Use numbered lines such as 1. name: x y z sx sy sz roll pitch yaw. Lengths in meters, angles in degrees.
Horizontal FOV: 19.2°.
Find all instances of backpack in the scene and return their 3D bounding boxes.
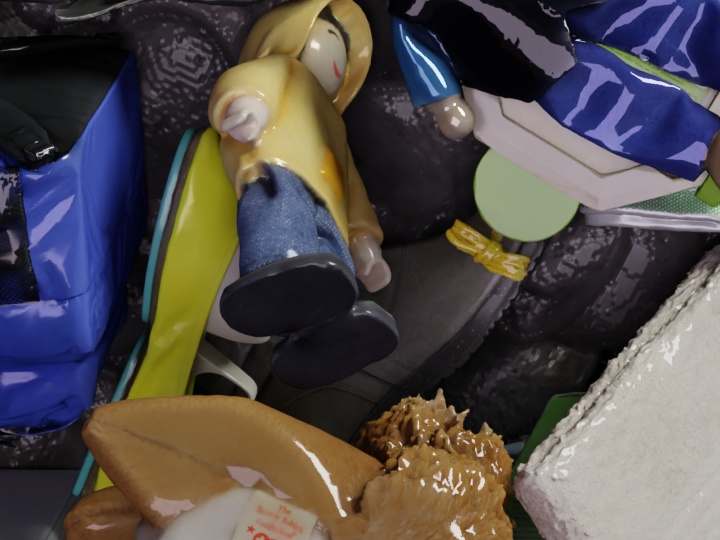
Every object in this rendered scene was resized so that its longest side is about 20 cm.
1. backpack: -0.206 -0.012 0.948 0.199 0.163 0.168 0 109 4

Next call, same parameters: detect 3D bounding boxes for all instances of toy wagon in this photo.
1. toy wagon: 0.102 -0.089 0.921 0.155 0.040 0.200 31 98 4

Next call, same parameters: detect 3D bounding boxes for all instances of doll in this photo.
1. doll: 0.077 -0.111 0.878 0.200 0.048 0.137 26 87 4

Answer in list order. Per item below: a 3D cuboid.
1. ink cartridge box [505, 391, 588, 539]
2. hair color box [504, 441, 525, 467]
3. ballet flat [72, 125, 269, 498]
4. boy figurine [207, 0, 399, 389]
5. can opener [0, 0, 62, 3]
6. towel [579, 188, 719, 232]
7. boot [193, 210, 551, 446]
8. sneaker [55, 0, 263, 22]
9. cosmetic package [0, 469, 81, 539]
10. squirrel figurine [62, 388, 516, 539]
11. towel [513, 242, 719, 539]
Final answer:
1. ink cartridge box: 0.091 0.160 0.942 0.059 0.200 0.104 -6 130 44
2. hair color box: -0.003 0.161 1.028 0.200 0.061 0.099 -16 103 9
3. ballet flat: -0.074 0.031 0.962 0.067 0.067 0.200 20 114 0
4. boy figurine: -0.021 -0.042 0.918 0.064 0.200 0.124 -22 130 21
5. can opener: -0.191 -0.143 0.915 0.200 0.066 0.053 12 92 46
6. towel: 0.177 -0.113 0.943 0.149 0.031 0.201 4 100 3
7. boot: 0.000 0.000 0.985 0.131 0.068 0.200 36 104 1
8. sneaker: -0.030 -0.144 0.925 0.199 0.104 0.060 -6 104 7
9. cosmetic package: -0.220 0.214 1.009 0.167 0.166 0.201 1 106 5
10. squirrel figurine: -0.025 0.129 0.905 0.199 0.187 0.142 -12 75 -6
11. towel: 0.153 0.086 0.940 0.034 0.200 0.133 -21 106 51
